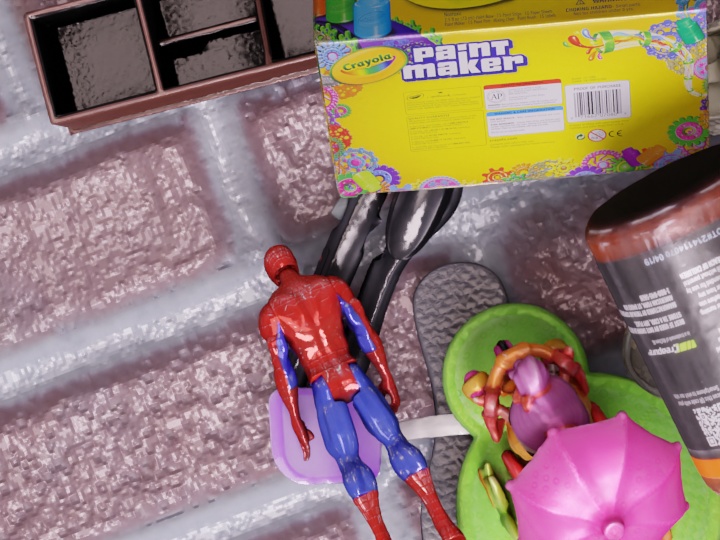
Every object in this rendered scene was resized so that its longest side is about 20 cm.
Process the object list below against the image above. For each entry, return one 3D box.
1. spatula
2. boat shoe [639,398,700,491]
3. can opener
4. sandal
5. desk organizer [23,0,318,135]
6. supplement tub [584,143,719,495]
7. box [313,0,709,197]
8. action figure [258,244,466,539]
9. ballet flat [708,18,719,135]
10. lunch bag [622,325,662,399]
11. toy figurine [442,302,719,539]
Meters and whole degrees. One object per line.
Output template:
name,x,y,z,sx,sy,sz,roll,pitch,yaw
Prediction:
spatula,0.049,0.089,1.702,0.199,0.021,0.057,-4,76,4
boat shoe,0.153,0.158,1.708,0.066,0.072,0.201,30,88,11
can opener,0.000,0.000,1.726,0.063,0.079,0.200,31,106,11
sandal,0.071,0.096,1.733,0.076,0.043,0.201,-3,80,3
desk organizer,-0.086,-0.137,1.720,0.199,0.077,0.072,-14,90,4
supplement tub,0.200,0.042,1.526,0.107,0.107,0.200,-26,100,4
box,0.078,-0.156,1.600,0.199,0.122,0.193,-5,50,3
action figure,-0.008,0.073,1.674,0.065,0.052,0.200,-23,73,-7
ballet flat,0.192,-0.106,1.706,0.199,0.072,0.072,-16,90,4
lunch bag,0.253,0.014,1.652,0.199,0.168,0.140,19,109,6
toy figurine,0.113,0.095,1.594,0.150,0.184,0.200,-28,81,-3
